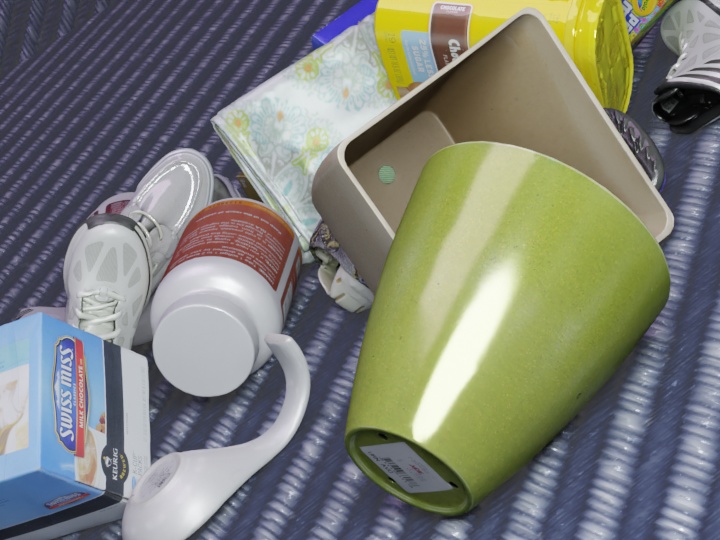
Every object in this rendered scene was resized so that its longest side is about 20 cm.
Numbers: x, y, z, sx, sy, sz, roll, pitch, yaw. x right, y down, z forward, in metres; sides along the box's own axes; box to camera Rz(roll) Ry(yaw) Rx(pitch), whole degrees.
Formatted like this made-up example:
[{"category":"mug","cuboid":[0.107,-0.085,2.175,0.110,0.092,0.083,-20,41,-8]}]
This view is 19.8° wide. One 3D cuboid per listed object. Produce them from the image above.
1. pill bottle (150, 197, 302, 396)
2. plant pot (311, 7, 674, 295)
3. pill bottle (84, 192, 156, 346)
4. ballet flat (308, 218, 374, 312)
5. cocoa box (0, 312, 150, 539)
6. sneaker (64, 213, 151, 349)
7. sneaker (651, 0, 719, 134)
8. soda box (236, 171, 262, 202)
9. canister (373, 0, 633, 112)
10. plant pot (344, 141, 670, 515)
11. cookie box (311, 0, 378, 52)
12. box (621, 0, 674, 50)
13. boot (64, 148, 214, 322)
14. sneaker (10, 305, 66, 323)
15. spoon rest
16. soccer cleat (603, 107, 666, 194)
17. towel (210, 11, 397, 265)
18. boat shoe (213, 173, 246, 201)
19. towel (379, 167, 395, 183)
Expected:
[{"category":"pill bottle","cuboid":[-0.116,0.024,1.755,0.112,0.112,0.200,-24,19,17]},{"category":"plant pot","cuboid":[0.077,-0.049,1.569,0.200,0.200,0.177,-37,8,-21]},{"category":"pill bottle","cuboid":[-0.222,-0.007,1.992,0.109,0.110,0.200,-28,16,4]},{"category":"ballet flat","cuboid":[0.000,0.000,1.743,0.072,0.072,0.200,-32,19,-5]},{"category":"cocoa box","cuboid":[-0.280,0.134,1.613,0.200,0.131,0.134,-19,61,29]},{"category":"sneaker","cuboid":[-0.213,0.060,1.724,0.075,0.201,0.115,5,30,-12]},{"category":"sneaker","cuboid":[0.278,-0.178,1.749,0.115,0.076,0.200,-31,21,-10]},{"category":"soda box","cuboid":[-0.022,-0.122,2.066,0.200,0.064,0.068,-37,21,-22]},{"category":"canister","cuboid":[0.124,-0.190,1.791,0.200,0.149,0.087,8,59,21]},{"category":"plant pot","cuboid":[0.077,0.053,1.345,0.187,0.187,0.200,-6,45,50]},{"category":"cookie box","cuboid":[0.081,-0.219,2.024,0.200,0.075,0.171,-36,56,-20]},{"category":"box","cuboid":[0.193,-0.284,1.861,0.122,0.193,0.200,-44,-4,-36]},{"category":"boot","cuboid":[-0.195,-0.020,1.834,0.200,0.073,0.096,-61,0,0]},{"category":"sneaker","cuboid":[-0.339,0.088,1.992,0.200,0.078,0.140,-17,19,8]},{"category":"spoon rest","cuboid":[-0.104,0.140,1.553,0.200,0.061,0.099,-50,23,-16]},{"category":"soccer cleat","cuboid":[0.190,-0.099,1.690,0.068,0.073,0.200,-55,43,1]},{"category":"towel","cuboid":[-0.013,-0.120,1.886,0.200,0.171,0.048,-33,-6,-11]},{"category":"boat shoe","cuboid":[-0.136,-0.033,2.002,0.074,0.065,0.202,-26,20,13]},{"category":"towel","cuboid":[0.075,-0.085,1.788,0.200,0.023,0.153,-6,22,4]}]
